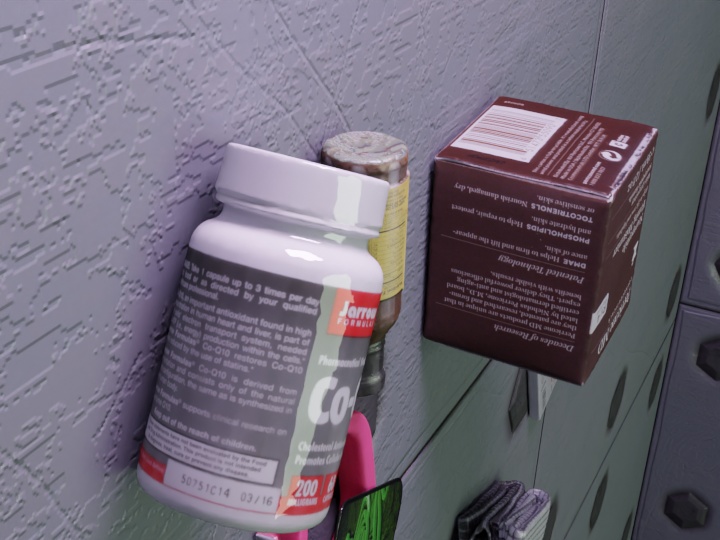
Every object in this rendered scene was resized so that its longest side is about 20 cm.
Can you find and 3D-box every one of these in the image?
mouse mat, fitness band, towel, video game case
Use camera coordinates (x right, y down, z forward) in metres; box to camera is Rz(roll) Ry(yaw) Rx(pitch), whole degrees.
[{"bbox_3d":[-0.004,0.284,0.935,0.161,0.008,0.200,5,93,-70],"label":"mouse mat"},{"bbox_3d":[-0.029,0.199,0.885,0.144,0.037,0.200,-53,151,-42],"label":"fitness band"},{"bbox_3d":[0.175,0.374,1.420,0.200,0.085,0.166,-11,116,-67],"label":"towel"},{"bbox_3d":[0.284,0.098,1.583,0.200,0.018,0.143,-58,152,-34],"label":"video game case"}]

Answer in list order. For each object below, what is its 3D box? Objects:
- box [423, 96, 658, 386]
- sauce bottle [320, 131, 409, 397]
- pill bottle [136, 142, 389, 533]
[{"bbox_3d":[0.169,-0.034,1.034,0.166,0.164,0.200,-46,144,-50],"label":"box"},{"bbox_3d":[0.000,0.000,0.795,0.065,0.065,0.200,-44,144,-51],"label":"sauce bottle"},{"bbox_3d":[-0.051,0.036,0.626,0.114,0.114,0.200,5,100,-67],"label":"pill bottle"}]
